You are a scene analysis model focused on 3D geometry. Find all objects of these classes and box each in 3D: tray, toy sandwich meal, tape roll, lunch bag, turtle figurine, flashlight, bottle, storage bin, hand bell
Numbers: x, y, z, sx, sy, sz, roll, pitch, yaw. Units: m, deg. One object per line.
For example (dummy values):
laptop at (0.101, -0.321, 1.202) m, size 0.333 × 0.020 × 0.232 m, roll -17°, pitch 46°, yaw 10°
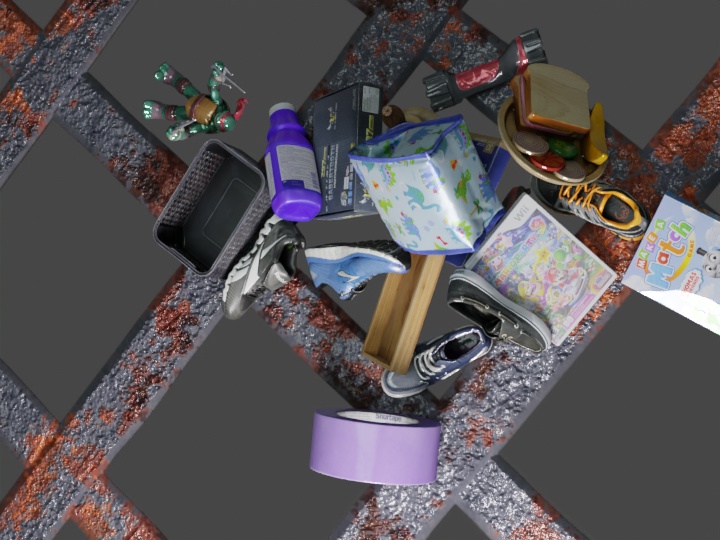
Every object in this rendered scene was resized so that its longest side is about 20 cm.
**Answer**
tray at (0.068, 0.053, 1.542) m, size 0.098 × 0.037 × 0.204 m, roll 21°, pitch 94°, yaw 59°
toy sandwich meal at (0.297, -0.218, 1.462) m, size 0.205 × 0.204 × 0.071 m, roll 44°, pitch 142°, yaw 13°
tape roll at (0.022, 0.265, 1.483) m, size 0.196 × 0.200 × 0.087 m, roll 6°, pitch 87°, yaw 16°
lunch bag at (0.087, -0.119, 1.416) m, size 0.198 × 0.128 × 0.172 m, roll -5°, pitch 122°, yaw 46°
turtle figurine at (-0.276, -0.276, 1.649) m, size 0.198 × 0.101 × 0.151 m, roll 24°, pitch 76°, yaw 32°
flashlight at (0.196, -0.317, 1.542) m, size 0.197 × 0.068 × 0.069 m, roll -17°, pitch 83°, yaw 13°
bottle at (-0.115, -0.179, 1.586) m, size 0.065 × 0.082 × 0.203 m, roll -45°, pitch 47°, yaw 47°
storage bin at (-0.236, -0.100, 1.633) m, size 0.134 × 0.094 × 0.202 m, roll 35°, pitch 96°, yaw 17°
hand bell at (0.066, -0.223, 1.503) m, size 0.102 × 0.200 × 0.106 m, roll -1°, pitch 86°, yaw 14°

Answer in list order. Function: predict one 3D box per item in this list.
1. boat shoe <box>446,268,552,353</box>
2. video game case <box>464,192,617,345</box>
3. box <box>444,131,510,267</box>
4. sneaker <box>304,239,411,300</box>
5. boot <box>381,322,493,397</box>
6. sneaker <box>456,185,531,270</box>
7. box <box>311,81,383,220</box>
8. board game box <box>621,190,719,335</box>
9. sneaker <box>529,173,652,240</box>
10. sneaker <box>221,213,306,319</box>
boat shoe at (0.204, 0.075, 1.461) m, size 0.199 × 0.068 × 0.057 m, roll 35°, pitch 58°, yaw -19°
video game case at (0.274, 0.000, 1.477) m, size 0.199 × 0.018 × 0.144 m, roll 38°, pitch 97°, yaw -14°
box at (0.158, -0.114, 1.520) m, size 0.121 × 0.032 × 0.203 m, roll 27°, pitch 96°, yaw 60°
sneaker at (0.000, 0.000, 1.566) m, size 0.197 × 0.078 × 0.091 m, roll -2°, pitch 99°, yaw 39°
boot at (0.112, 0.138, 1.523) m, size 0.198 × 0.090 × 0.074 m, roll -31°, pitch 79°, yaw 11°
sneaker at (0.202, -0.043, 1.520) m, size 0.096 × 0.071 × 0.204 m, roll 21°, pitch 94°, yaw 14°
box at (-0.024, -0.185, 1.557) m, size 0.050 × 0.157 × 0.204 m, roll 5°, pitch 87°, yaw -28°
board game box at (0.504, -0.003, 1.423) m, size 0.198 × 0.036 × 0.153 m, roll 30°, pitch 116°, yaw 18°
sneaker at (0.350, -0.111, 1.481) m, size 0.197 × 0.077 × 0.080 m, roll 24°, pitch 94°, yaw 17°
sneaker at (-0.157, 0.005, 1.610) m, size 0.090 × 0.066 × 0.202 m, roll 37°, pitch 95°, yaw 37°
